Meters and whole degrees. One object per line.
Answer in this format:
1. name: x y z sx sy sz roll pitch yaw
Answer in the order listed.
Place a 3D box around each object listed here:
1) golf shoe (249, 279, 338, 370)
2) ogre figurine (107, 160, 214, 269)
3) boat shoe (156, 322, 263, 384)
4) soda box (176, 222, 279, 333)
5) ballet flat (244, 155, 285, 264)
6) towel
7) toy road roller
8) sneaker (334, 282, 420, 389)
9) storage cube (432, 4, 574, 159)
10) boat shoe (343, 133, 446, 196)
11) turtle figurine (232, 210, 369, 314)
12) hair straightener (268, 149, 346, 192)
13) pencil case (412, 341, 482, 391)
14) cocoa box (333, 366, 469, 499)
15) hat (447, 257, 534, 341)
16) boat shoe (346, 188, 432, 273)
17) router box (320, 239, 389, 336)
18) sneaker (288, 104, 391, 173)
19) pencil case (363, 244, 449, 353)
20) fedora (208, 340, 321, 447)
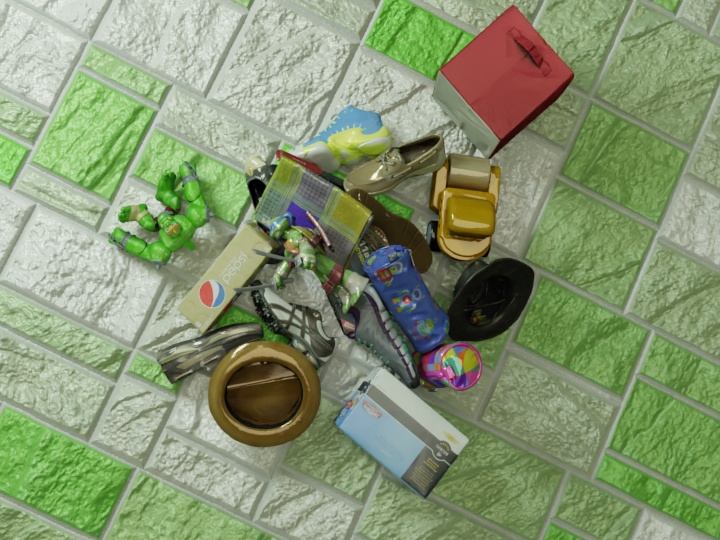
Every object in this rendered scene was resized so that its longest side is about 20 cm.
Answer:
1. golf shoe: -0.120 0.085 1.601 0.094 0.078 0.201 -40 103 -17
2. ogre figurine: -0.345 -0.092 1.583 0.199 0.098 0.120 -39 72 -23
3. boat shoe: -0.263 0.148 1.586 0.197 0.075 0.074 -18 97 2
4. soda box: -0.233 0.012 1.569 0.068 0.064 0.200 41 99 2
5. ballet flat: -0.175 -0.112 1.609 0.056 0.066 0.203 -14 89 -43
6. towel: -0.083 -0.094 1.545 0.199 0.023 0.144 35 120 3
7. toy road roller: 0.195 -0.118 1.612 0.121 0.146 0.203 6 85 -6
8. sneaker: 0.031 0.127 1.560 0.087 0.074 0.202 -27 82 2
9. storage cube: 0.254 -0.334 1.613 0.179 0.200 0.171 -41 87 -4
10. boat shoe: 0.060 -0.194 1.595 0.197 0.065 0.073 -19 56 -5
11. turtle figurine: -0.097 0.012 1.479 0.193 0.201 0.144 34 125 -4
12. hair straightener: -0.080 -0.156 1.629 0.198 0.077 0.041 17 39 -24
13. pencil case: 0.145 0.171 1.562 0.087 0.200 0.090 2 81 -14
14. cocoa box: 0.068 0.284 1.571 0.199 0.133 0.132 39 83 -2
15. hat: 0.224 0.036 1.617 0.198 0.202 0.081 -24 48 -8
16. boat shoe: 0.044 -0.067 1.579 0.200 0.063 0.073 43 66 -5
17. router box: 0.000 0.000 1.623 0.148 0.062 0.202 -25 88 -9
18. sneaker: -0.043 -0.245 1.646 0.197 0.076 0.106 -8 60 0
19. pencil case: 0.085 0.045 1.534 0.086 0.078 0.201 -29 113 7
20. fedora: -0.170 0.214 1.573 0.197 0.082 0.204 0 94 -7
